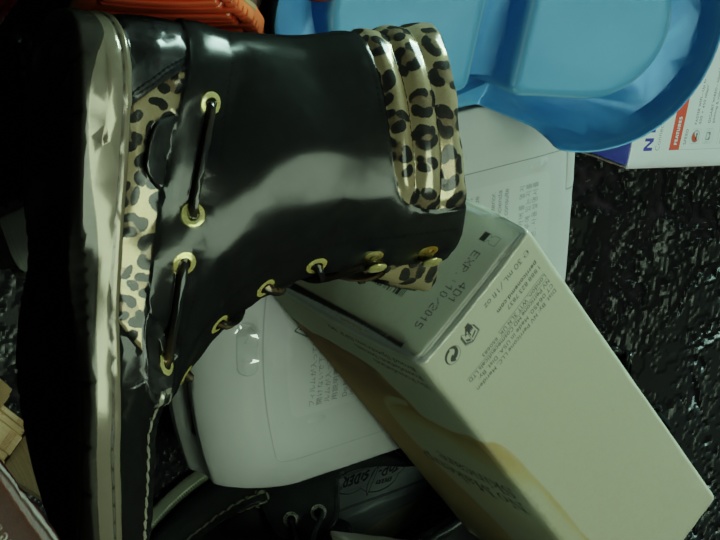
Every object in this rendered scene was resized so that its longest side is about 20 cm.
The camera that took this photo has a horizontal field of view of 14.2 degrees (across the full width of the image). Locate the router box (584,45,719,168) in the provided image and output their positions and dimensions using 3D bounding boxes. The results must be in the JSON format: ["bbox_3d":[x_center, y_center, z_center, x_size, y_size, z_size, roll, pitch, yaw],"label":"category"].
[{"bbox_3d":[0.186,-0.152,1.375,0.179,0.049,0.201,-3,109,-44],"label":"router box"}]

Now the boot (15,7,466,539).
[{"bbox_3d":[-0.042,0.004,1.019,0.150,0.073,0.201,-6,103,-27],"label":"boot"}]

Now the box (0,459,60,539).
[{"bbox_3d":[-0.240,0.097,0.977,0.200,0.166,0.164,-47,135,-19],"label":"box"}]

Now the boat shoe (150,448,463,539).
[{"bbox_3d":[-0.017,0.116,1.277,0.199,0.066,0.075,-16,117,-40],"label":"boat shoe"}]

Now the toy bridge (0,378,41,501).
[{"bbox_3d":[-0.164,0.038,1.096,0.027,0.067,0.200,-56,151,-11],"label":"toy bridge"}]

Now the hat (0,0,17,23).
[{"bbox_3d":[-0.112,-0.128,1.045,0.176,0.199,0.166,67,22,-53],"label":"hat"}]

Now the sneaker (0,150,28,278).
[{"bbox_3d":[-0.084,-0.011,1.099,0.199,0.074,0.089,-18,108,-10],"label":"sneaker"}]

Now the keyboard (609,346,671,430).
[{"bbox_3d":[0.117,0.101,1.401,0.127,0.021,0.200,-67,154,-20],"label":"keyboard"}]

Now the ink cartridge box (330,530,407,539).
[{"bbox_3d":[0.018,0.219,1.212,0.147,0.083,0.201,18,88,-67],"label":"ink cartridge box"}]

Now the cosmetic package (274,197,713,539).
[{"bbox_3d":[0.055,0.050,1.193,0.071,0.105,0.200,-50,134,-13],"label":"cosmetic package"}]

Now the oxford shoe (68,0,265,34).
[{"bbox_3d":[-0.069,-0.118,1.073,0.071,0.200,0.073,4,89,-1],"label":"oxford shoe"}]

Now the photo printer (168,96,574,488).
[{"bbox_3d":[0.000,0.000,1.242,0.200,0.069,0.167,-16,118,-39],"label":"photo printer"}]

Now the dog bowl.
[{"bbox_3d":[0.051,-0.111,1.186,0.199,0.050,0.112,1,115,-24],"label":"dog bowl"}]
